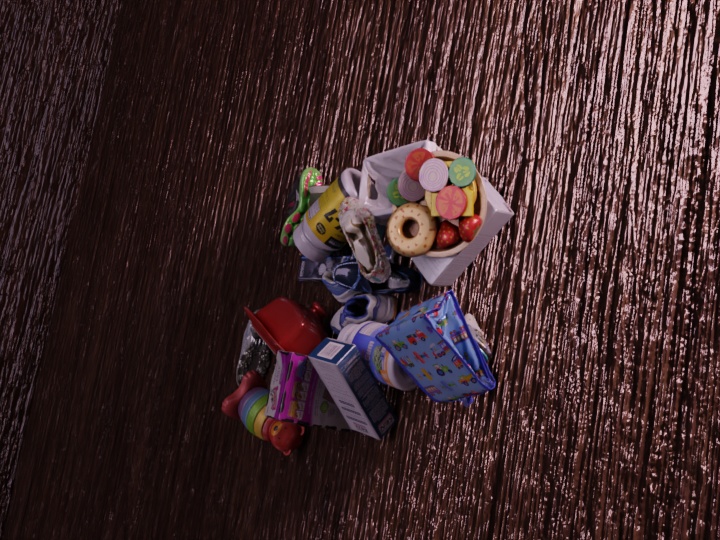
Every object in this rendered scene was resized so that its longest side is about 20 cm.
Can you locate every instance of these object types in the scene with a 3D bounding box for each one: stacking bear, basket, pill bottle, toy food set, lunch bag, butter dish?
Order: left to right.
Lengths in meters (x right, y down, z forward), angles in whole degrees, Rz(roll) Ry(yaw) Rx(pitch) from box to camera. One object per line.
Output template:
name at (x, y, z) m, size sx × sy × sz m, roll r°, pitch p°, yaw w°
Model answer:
stacking bear at (-0.208, 0.342, 1.872) m, size 0.199 × 0.114 × 0.122 m, roll 33°, pitch 78°, yaw 40°
butter dish at (-0.135, 0.134, 1.827) m, size 0.148 × 0.200 × 0.200 m, roll -46°, pitch 40°, yaw -4°
pill bottle at (-0.054, -0.117, 1.788) m, size 0.200 × 0.113 × 0.116 m, roll -44°, pitch 47°, yaw 28°
pill bottle at (0.040, 0.164, 1.626) m, size 0.198 × 0.111 × 0.114 m, roll 10°, pitch 84°, yaw 52°
basket at (0.104, -0.166, 1.656) m, size 0.198 × 0.122 × 0.139 m, roll -7°, pitch 72°, yaw 48°
toy food set at (0.137, -0.125, 1.495) m, size 0.196 × 0.048 × 0.203 m, roll 1°, pitch 91°, yaw 29°
lunch bag at (0.145, 0.160, 1.464) m, size 0.150 × 0.094 × 0.202 m, roll -27°, pitch 98°, yaw 50°

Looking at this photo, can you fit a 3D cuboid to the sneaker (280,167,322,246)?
sneaker at (-0.147, -0.155, 2.016) m, size 0.203 × 0.076 × 0.084 m, roll -69°, pitch 21°, yaw 1°

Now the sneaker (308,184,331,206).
sneaker at (-0.049, -0.154, 1.897) m, size 0.198 × 0.066 × 0.092 m, roll 5°, pitch 95°, yaw 47°

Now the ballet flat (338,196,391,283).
ballet flat at (0.002, -0.066, 1.623) m, size 0.075 × 0.063 × 0.202 m, roll -38°, pitch 67°, yaw 25°

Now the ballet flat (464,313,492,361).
ballet flat at (0.176, 0.104, 1.516) m, size 0.198 × 0.071 × 0.073 m, roll 21°, pitch 93°, yaw 43°

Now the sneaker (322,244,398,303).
sneaker at (0.000, 0.000, 1.746) m, size 0.199 × 0.077 × 0.077 m, roll -34°, pitch 32°, yaw 29°

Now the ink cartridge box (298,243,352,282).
ink cartridge box at (-0.093, -0.025, 1.916) m, size 0.198 × 0.039 × 0.102 m, roll -1°, pitch 77°, yaw 51°

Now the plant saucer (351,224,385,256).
plant saucer at (0.029, -0.100, 1.810) m, size 0.070 × 0.019 × 0.204 m, roll 27°, pitch 100°, yaw 52°

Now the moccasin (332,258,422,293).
moccasin at (0.028, 0.007, 1.669) m, size 0.196 × 0.068 × 0.082 m, roll -1°, pitch 92°, yaw 24°

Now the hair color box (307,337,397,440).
hair color box at (-0.014, 0.233, 1.606) m, size 0.060 × 0.202 × 0.099 m, roll -42°, pitch 29°, yaw -27°

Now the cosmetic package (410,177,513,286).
cosmetic package at (0.186, -0.074, 1.548) m, size 0.201 × 0.073 × 0.102 m, roll -53°, pitch 57°, yaw 27°

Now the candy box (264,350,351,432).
candy box at (-0.094, 0.252, 1.688) m, size 0.060 × 0.198 × 0.139 m, roll 2°, pitch 77°, yaw 50°

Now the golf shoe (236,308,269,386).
golf shoe at (-0.267, 0.197, 2.041) m, size 0.097 × 0.077 × 0.204 m, roll -3°, pitch 69°, yaw 68°

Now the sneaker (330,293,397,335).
sneaker at (-0.013, 0.085, 1.739) m, size 0.199 × 0.087 × 0.077 m, roll -27°, pitch 59°, yaw 44°
